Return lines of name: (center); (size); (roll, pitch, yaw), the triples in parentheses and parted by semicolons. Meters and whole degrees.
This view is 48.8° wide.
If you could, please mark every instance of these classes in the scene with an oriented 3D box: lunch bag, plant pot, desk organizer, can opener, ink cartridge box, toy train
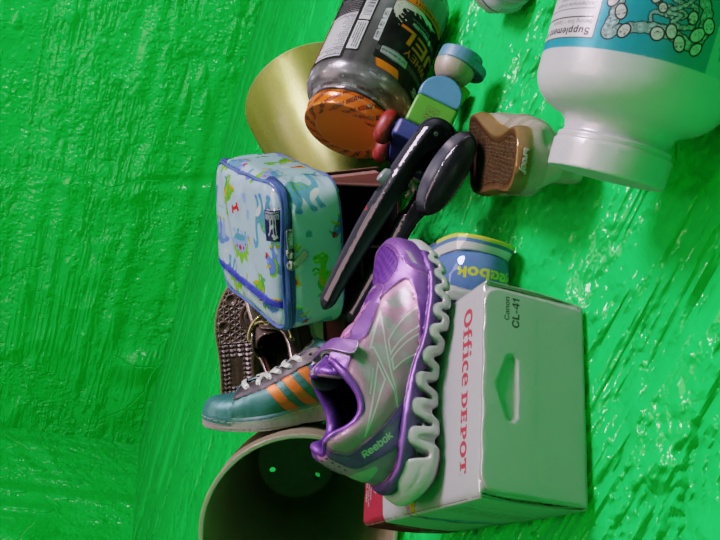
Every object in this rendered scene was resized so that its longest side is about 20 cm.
lunch bag: (-0.088, -0.032, 0.826); (0.200, 0.082, 0.161); (32, 127, 57)
plant pot: (-0.067, 0.234, 0.842); (0.200, 0.187, 0.188); (-135, 59, -82)
desk organizer: (0.000, 0.000, 0.833); (0.077, 0.072, 0.200); (-133, 38, -65)
can opener: (0.026, -0.045, 0.695); (0.200, 0.063, 0.079); (-53, 1, 10)
ink cartridge box: (0.077, 0.115, 0.599); (0.200, 0.085, 0.148); (139, 140, -59)
toy train: (0.073, -0.147, 0.821); (0.116, 0.085, 0.200); (-62, -3, -5)
plant pot: (-0.033, -0.146, 0.994); (0.187, 0.187, 0.200); (-59, 40, 44)

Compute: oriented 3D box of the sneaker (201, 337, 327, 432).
sneaker: (-0.060, 0.109, 0.788); (0.071, 0.200, 0.080); (-176, 78, -83)

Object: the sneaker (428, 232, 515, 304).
sneaker: (0.065, 0.031, 0.715); (0.200, 0.074, 0.082); (141, 135, -64)

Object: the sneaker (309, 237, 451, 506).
sneaker: (0.009, 0.060, 0.567); (0.080, 0.088, 0.200); (132, 149, -57)

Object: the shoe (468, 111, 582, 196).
shoe: (0.126, -0.092, 0.648); (0.200, 0.053, 0.070); (-106, 17, -76)

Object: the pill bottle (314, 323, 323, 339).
pill bottle: (-0.056, -0.001, 1.028); (0.113, 0.113, 0.200); (123, 154, -46)

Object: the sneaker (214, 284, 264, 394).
sneaker: (-0.147, 0.099, 1.019); (0.076, 0.070, 0.200); (37, -122, -85)

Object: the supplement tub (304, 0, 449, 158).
supplement tub: (0.016, -0.233, 0.886); (0.123, 0.122, 0.200); (-36, 30, 64)

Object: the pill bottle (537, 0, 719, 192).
pill bottle: (0.169, -0.150, 0.458); (0.111, 0.111, 0.200); (-144, 67, -70)

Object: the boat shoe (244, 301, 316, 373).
boat shoe: (-0.090, 0.079, 0.891); (0.072, 0.059, 0.200); (-49, 54, 31)

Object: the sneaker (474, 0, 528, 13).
sneaker: (0.097, -0.330, 0.735); (0.071, 0.073, 0.200); (-156, 45, -75)
